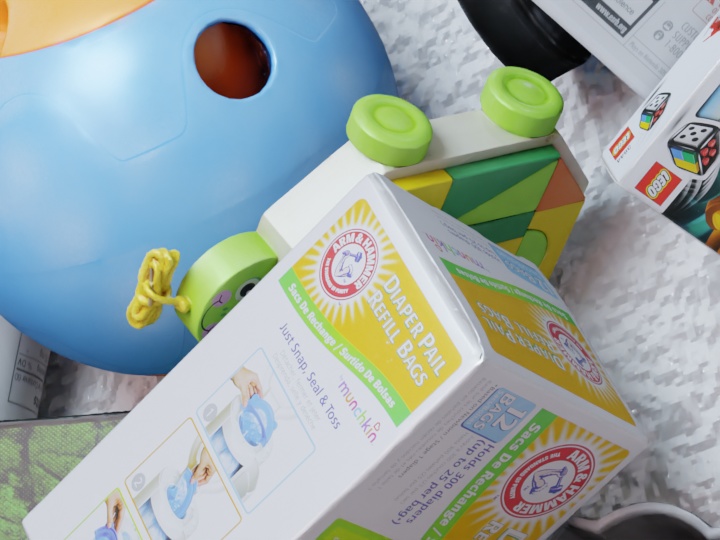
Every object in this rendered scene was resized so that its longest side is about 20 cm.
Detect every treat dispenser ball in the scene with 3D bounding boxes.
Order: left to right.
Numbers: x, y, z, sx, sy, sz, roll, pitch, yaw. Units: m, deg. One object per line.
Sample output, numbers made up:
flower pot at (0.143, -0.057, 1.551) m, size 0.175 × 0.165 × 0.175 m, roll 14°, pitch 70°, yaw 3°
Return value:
treat dispenser ball at (-0.083, -0.056, 1.166) m, size 0.201 × 0.201 × 0.201 m, roll -11°, pitch 69°, yaw 31°

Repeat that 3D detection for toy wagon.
toy wagon at (0.000, 0.000, 1.091) m, size 0.040 × 0.200 × 0.155 m, roll 48°, pitch 134°, yaw 30°

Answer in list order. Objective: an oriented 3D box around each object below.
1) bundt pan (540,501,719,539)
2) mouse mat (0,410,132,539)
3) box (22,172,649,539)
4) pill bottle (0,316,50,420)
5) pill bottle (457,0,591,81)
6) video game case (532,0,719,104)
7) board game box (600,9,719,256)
bundt pan at (0.113, 0.192, 1.029) m, size 0.202 × 0.076 × 0.202 m, roll -12°, pitch 68°, yaw 30°
mouse mat at (-0.137, 0.141, 1.163) m, size 0.200 × 0.008 × 0.161 m, roll -6°, pitch 78°, yaw 18°
box at (-0.010, 0.078, 1.041) m, size 0.200 × 0.112 × 0.101 m, roll -45°, pitch 49°, yaw 17°
pill bottle at (-0.201, 0.046, 1.266) m, size 0.114 × 0.114 × 0.200 m, roll 2°, pitch 76°, yaw 34°
pill bottle at (0.133, -0.158, 1.110) m, size 0.200 × 0.112 × 0.112 m, roll -31°, pitch 60°, yaw 23°
video game case at (0.173, -0.125, 1.033) m, size 0.182 × 0.200 × 0.023 m, roll -46°, pitch 21°, yaw 13°
board game box at (0.200, -0.079, 1.024) m, size 0.200 × 0.126 × 0.035 m, roll -51°, pitch 21°, yaw 15°
